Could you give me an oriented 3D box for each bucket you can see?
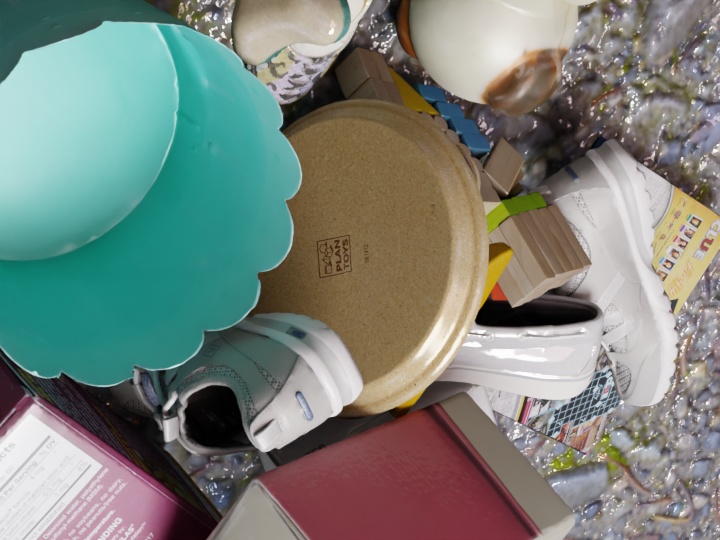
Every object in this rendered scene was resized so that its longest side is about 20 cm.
[{"bbox_3d":[-0.148,-0.055,0.925,0.206,0.135,0.209,-15,121,-26],"label":"bucket"}]

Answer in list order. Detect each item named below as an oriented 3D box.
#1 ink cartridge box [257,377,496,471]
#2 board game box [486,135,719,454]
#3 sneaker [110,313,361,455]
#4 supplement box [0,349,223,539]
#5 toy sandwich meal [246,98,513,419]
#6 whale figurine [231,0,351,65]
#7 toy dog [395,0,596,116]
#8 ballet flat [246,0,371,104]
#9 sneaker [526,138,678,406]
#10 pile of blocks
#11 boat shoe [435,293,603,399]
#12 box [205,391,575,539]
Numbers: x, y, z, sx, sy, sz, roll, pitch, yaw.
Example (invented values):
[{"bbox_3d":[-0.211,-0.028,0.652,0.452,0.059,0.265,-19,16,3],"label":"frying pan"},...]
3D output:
[{"bbox_3d":[0.027,0.165,1.191,0.144,0.084,0.201,-29,127,-15],"label":"ink cartridge box"},{"bbox_3d":[0.165,0.022,1.236,0.135,0.035,0.201,27,98,-39],"label":"board game box"},{"bbox_3d":[-0.093,0.063,0.982,0.082,0.199,0.075,-40,111,-34],"label":"sneaker"},{"bbox_3d":[-0.178,0.127,1.007,0.103,0.131,0.200,-47,129,-2],"label":"supplement box"},{"bbox_3d":[0.000,0.000,1.034,0.070,0.205,0.206,10,110,-57],"label":"toy sandwich meal"},{"bbox_3d":[-0.034,-0.210,0.898,0.103,0.158,0.202,-7,87,-48],"label":"whale figurine"},{"bbox_3d":[0.089,-0.187,0.999,0.194,0.139,0.201,-45,154,-40],"label":"toy dog"},{"bbox_3d":[-0.017,-0.182,0.986,0.072,0.072,0.202,3,113,-34],"label":"ballet flat"},{"bbox_3d":[0.158,0.009,1.169,0.081,0.075,0.201,-19,119,-4],"label":"sneaker"},{"bbox_3d":[0.053,-0.053,1.085,0.200,0.082,0.062,46,125,-7],"label":"pile of blocks"},{"bbox_3d":[0.059,0.033,1.112,0.198,0.072,0.069,12,121,-3],"label":"boat shoe"},{"bbox_3d":[0.007,0.168,0.995,0.199,0.109,0.128,-16,148,-51],"label":"box"}]
